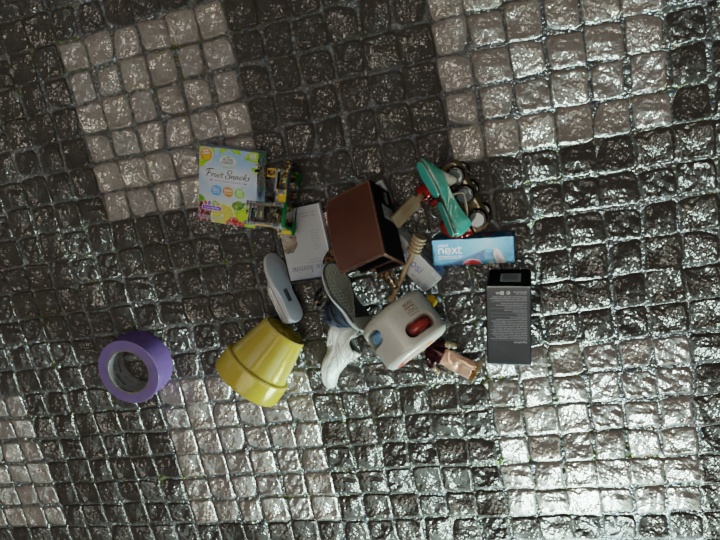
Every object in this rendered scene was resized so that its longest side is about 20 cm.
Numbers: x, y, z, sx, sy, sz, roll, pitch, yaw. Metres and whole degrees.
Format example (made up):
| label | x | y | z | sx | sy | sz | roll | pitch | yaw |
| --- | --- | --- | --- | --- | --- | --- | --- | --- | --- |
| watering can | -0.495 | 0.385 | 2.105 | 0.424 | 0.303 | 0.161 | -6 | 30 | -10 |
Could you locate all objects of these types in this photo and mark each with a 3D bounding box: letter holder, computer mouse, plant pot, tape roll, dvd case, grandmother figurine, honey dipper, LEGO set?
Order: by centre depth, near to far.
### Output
| label | x | y | z | sx | sy | sz | roll | pitch | yaw |
| --- | --- | --- | --- | --- | --- | --- | --- | --- | --- |
| letter holder | 0.007 | -0.092 | 1.564 | 0.142 | 0.101 | 0.200 | -23 | 65 | 26 |
| honey dipper | 0.112 | 0.000 | 1.605 | 0.038 | 0.038 | 0.200 | 24 | 117 | 6 |
| LEGO set | -0.229 | -0.180 | 1.631 | 0.116 | 0.154 | 0.200 | 7 | 97 | 11 |
| grandmother figurine | 0.216 | 0.226 | 1.704 | 0.200 | 0.061 | 0.121 | 28 | 117 | 8 |
| dvd case | -0.147 | -0.072 | 1.705 | 0.143 | 0.018 | 0.200 | -9 | 99 | 26 |
| computer mouse | -0.090 | 0.011 | 1.728 | 0.059 | 0.034 | 0.200 | 17 | 110 | 8 |
| plant pot | -0.260 | 0.236 | 1.760 | 0.201 | 0.201 | 0.189 | 37 | 97 | 1 |
| tape roll | -0.670 | 0.287 | 1.926 | 0.200 | 0.085 | 0.200 | 4 | 107 | 13 |

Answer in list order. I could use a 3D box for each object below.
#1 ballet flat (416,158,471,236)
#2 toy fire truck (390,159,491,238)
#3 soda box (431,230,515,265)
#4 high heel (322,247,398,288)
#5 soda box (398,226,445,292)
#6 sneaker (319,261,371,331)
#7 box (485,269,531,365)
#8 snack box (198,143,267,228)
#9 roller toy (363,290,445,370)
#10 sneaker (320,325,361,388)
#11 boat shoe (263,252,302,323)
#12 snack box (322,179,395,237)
| label | x | y | z | sx | sy | sz | roll | pitch | yaw |
| --- | --- | --- | --- | --- | --- | --- | --- | --- | --- |
| ballet flat | 0.199 | -0.176 | 1.483 | 0.070 | 0.067 | 0.200 | -28 | 99 | -9 |
| toy fire truck | 0.192 | -0.147 | 1.567 | 0.200 | 0.129 | 0.176 | -26 | 99 | 25 |
| soda box | 0.281 | -0.055 | 1.601 | 0.200 | 0.064 | 0.068 | -2 | 105 | 15 |
| high heel | 0.000 | 0.000 | 1.622 | 0.142 | 0.071 | 0.200 | -30 | 57 | -6 |
| soda box | 0.122 | -0.043 | 1.641 | 0.200 | 0.068 | 0.063 | 46 | 113 | -1 |
| sneaker | -0.071 | 0.069 | 1.670 | 0.146 | 0.077 | 0.202 | 1 | 124 | 56 |
| box | 0.366 | 0.111 | 1.583 | 0.107 | 0.148 | 0.200 | -1 | 105 | 15 |
| snack box | -0.339 | -0.224 | 1.704 | 0.168 | 0.068 | 0.200 | 8 | 106 | 12 |
| roller toy | 0.107 | 0.142 | 1.602 | 0.200 | 0.182 | 0.140 | -41 | 77 | 15 |
| sneaker | -0.051 | 0.238 | 1.763 | 0.099 | 0.078 | 0.200 | 12 | 109 | 7 |
| boat shoe | -0.226 | 0.053 | 1.754 | 0.065 | 0.074 | 0.200 | -21 | 87 | 44 |
| snack box | -0.011 | -0.156 | 1.664 | 0.200 | 0.024 | 0.072 | -28 | 96 | 20 |
